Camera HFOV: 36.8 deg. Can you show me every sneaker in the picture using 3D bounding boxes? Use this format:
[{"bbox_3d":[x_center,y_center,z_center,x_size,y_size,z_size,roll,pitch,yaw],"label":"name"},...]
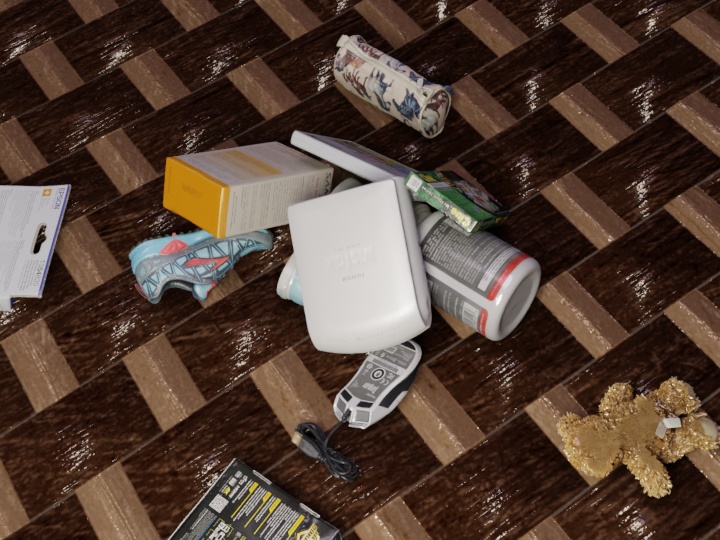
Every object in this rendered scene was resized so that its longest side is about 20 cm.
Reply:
[{"bbox_3d":[-0.032,-0.031,1.463,0.081,0.074,0.202,25,69,13],"label":"sneaker"},{"bbox_3d":[-0.209,-0.005,1.467,0.196,0.079,0.097,-13,76,-5],"label":"sneaker"}]

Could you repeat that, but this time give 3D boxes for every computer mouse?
[{"bbox_3d":[0.009,0.165,1.326,0.109,0.044,0.200,21,57,43],"label":"computer mouse"}]

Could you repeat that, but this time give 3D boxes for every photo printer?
[{"bbox_3d":[0.000,0.000,1.352,0.164,0.069,0.204,-12,84,20],"label":"photo printer"}]

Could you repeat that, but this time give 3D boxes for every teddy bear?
[{"bbox_3d":[0.329,0.195,1.274,0.198,0.067,0.145,-31,67,-24],"label":"teddy bear"}]

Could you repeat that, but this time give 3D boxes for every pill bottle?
[{"bbox_3d":[0.124,-0.007,1.396,0.199,0.117,0.116,33,63,25],"label":"pill bottle"}]

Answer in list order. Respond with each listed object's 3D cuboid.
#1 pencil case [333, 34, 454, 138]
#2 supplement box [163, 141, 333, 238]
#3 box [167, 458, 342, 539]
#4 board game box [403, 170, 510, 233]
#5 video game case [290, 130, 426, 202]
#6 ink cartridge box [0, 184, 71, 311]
[{"bbox_3d":[0.045,-0.280,1.615,0.199,0.090,0.078,36,65,27],"label":"pencil case"},{"bbox_3d":[-0.150,-0.111,1.456,0.198,0.075,0.125,-15,33,-43],"label":"supplement box"},{"bbox_3d":[-0.141,0.335,1.220,0.158,0.050,0.201,29,62,21],"label":"box"},{"bbox_3d":[0.128,-0.092,1.394,0.104,0.200,0.024,40,107,12],"label":"board game box"},{"bbox_3d":[0.026,-0.139,1.481,0.198,0.181,0.022,26,102,22],"label":"video game case"},{"bbox_3d":[-0.516,-0.034,1.523,0.196,0.041,0.202,1,55,6],"label":"ink cartridge box"}]
